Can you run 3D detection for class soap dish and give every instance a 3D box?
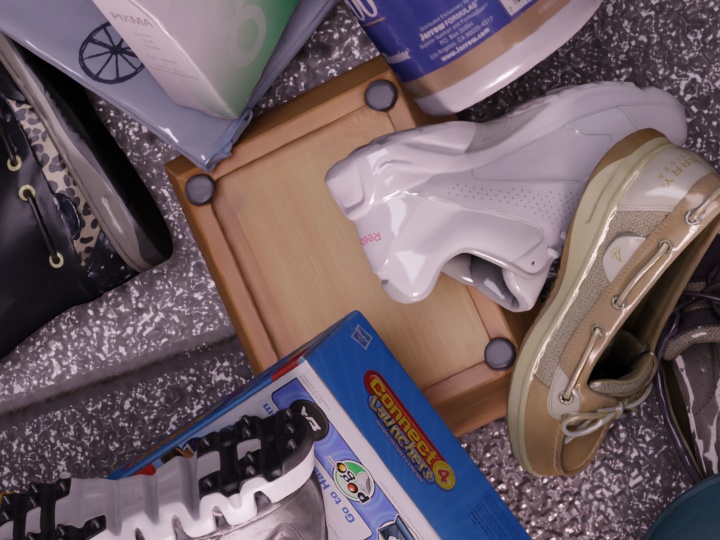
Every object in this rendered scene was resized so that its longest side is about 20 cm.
[{"bbox_3d":[0.000,0.000,1.121,0.157,0.081,0.201,-25,86,9],"label":"soap dish"}]

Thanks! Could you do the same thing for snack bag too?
[{"bbox_3d":[-0.101,-0.171,1.136,0.199,0.021,0.189,33,71,11],"label":"snack bag"}]

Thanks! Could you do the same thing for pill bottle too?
[{"bbox_3d":[0.020,-0.183,1.023,0.111,0.111,0.201,-34,102,8],"label":"pill bottle"}]

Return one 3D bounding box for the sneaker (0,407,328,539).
[{"bbox_3d":[-0.103,0.137,1.004,0.199,0.067,0.091,-19,119,6],"label":"sneaker"}]

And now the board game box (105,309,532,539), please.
[{"bbox_3d":[-0.017,0.149,1.070,0.195,0.056,0.200,-33,96,39],"label":"board game box"}]

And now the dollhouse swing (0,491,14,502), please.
[{"bbox_3d":[-0.116,0.225,1.117,0.180,0.176,0.201,2,128,-16],"label":"dollhouse swing"}]

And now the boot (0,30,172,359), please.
[{"bbox_3d":[-0.214,-0.050,1.166,0.153,0.073,0.204,-37,82,11],"label":"boot"}]

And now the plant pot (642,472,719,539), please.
[{"bbox_3d":[0.192,0.220,0.992,0.199,0.188,0.201,10,117,21],"label":"plant pot"}]

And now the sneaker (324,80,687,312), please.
[{"bbox_3d":[0.080,-0.032,1.058,0.199,0.078,0.100,-17,89,-23],"label":"sneaker"}]

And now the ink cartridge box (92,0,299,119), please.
[{"bbox_3d":[-0.083,-0.196,1.032,0.050,0.200,0.162,13,66,31],"label":"ink cartridge box"}]

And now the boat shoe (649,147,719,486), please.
[{"bbox_3d":[0.177,0.032,1.095,0.071,0.065,0.202,-12,86,11],"label":"boat shoe"}]

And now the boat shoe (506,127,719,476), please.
[{"bbox_3d":[0.127,0.029,1.048,0.063,0.073,0.202,36,125,28],"label":"boat shoe"}]
